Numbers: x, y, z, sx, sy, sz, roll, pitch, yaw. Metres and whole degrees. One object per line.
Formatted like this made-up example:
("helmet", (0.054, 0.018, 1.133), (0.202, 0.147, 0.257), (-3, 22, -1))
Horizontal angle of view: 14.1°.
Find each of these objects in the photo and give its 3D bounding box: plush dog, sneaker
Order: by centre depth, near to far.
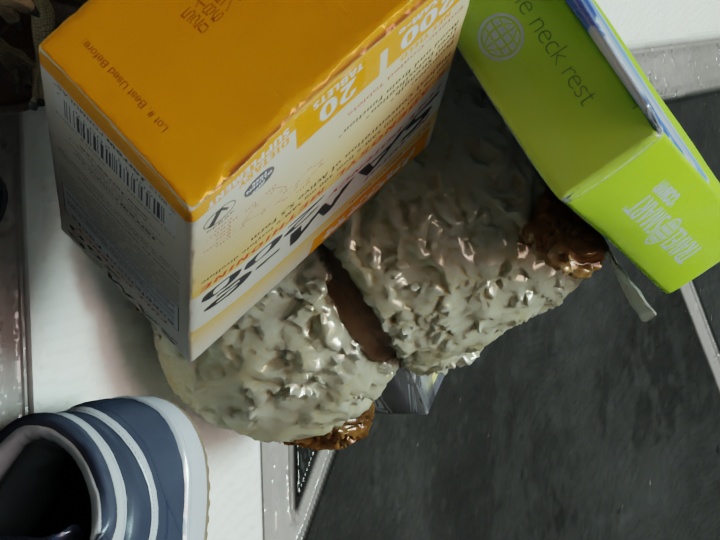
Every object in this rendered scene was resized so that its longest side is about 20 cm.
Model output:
("sneaker", (-0.096, 0.143, 1.030), (0.108, 0.070, 0.201), (12, 74, -69))
("plush dog", (0.000, 0.000, 1.127), (0.200, 0.171, 0.161), (52, 6, -38))

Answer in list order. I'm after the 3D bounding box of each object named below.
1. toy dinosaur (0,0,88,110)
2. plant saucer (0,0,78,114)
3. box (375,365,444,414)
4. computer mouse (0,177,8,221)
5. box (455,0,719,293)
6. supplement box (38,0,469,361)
("toy dinosaur", (-0.124, -0.117, 0.919), (0.200, 0.058, 0.102), (67, 20, -58))
("plant saucer", (-0.133, -0.153, 0.980), (0.200, 0.034, 0.202), (2, 90, -65))
("box", (0.023, -0.062, 1.295), (0.201, 0.049, 0.162), (-63, 142, -42))
("computer mouse", (-0.174, -0.031, 0.896), (0.200, 0.044, 0.110), (61, 44, -56))
("box", (0.075, -0.067, 1.035), (0.122, 0.048, 0.200), (57, 8, 19))
("supplement box", (-0.034, -0.056, 0.965), (0.126, 0.074, 0.200), (-43, 172, -12))
